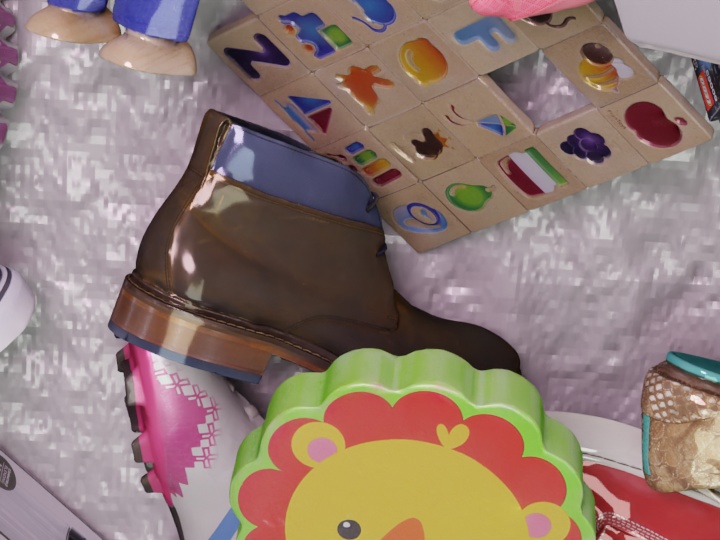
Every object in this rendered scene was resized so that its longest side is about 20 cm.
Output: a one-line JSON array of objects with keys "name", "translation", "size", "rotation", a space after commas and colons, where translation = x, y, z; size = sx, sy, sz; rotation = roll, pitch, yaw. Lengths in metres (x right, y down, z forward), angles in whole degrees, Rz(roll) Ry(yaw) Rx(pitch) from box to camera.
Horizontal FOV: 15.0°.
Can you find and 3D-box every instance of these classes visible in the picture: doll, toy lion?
[{"name": "doll", "translation": [-0.076, -0.179, 1.002], "size": [0.136, 0.048, 0.201], "rotation": [23, 105, 33]}, {"name": "toy lion", "translation": [0.034, 0.128, 1.093], "size": [0.199, 0.069, 0.192], "rotation": [26, 117, -9]}]

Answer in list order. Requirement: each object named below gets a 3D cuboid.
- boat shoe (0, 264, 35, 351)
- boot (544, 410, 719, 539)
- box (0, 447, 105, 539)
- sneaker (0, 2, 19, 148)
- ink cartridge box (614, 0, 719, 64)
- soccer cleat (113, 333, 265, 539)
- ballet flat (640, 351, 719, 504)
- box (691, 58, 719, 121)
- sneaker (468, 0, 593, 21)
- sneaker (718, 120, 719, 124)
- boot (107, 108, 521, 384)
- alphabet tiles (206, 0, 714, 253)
[{"name": "boat shoe", "translation": [-0.236, 0.024, 1.132], "size": [0.199, 0.072, 0.068], "rotation": [-14, 121, 15]}, {"name": "boot", "translation": [0.112, 0.147, 1.162], "size": [0.199, 0.145, 0.072], "rotation": [18, 156, -11]}, {"name": "box", "translation": [-0.181, 0.142, 1.203], "size": [0.117, 0.060, 0.200], "rotation": [-36, 115, 18]}, {"name": "sneaker", "translation": [-0.192, -0.035, 1.066], "size": [0.088, 0.080, 0.201], "rotation": [12, 92, 13]}, {"name": "ink cartridge box", "translation": [0.148, -0.184, 0.886], "size": [0.083, 0.200, 0.147], "rotation": [16, 156, 27]}, {"name": "soccer cleat", "translation": [-0.051, 0.087, 1.176], "size": [0.086, 0.070, 0.201], "rotation": [-13, 126, -4]}, {"name": "ballet flat", "translation": [0.204, 0.084, 1.161], "size": [0.199, 0.071, 0.066], "rotation": [13, 99, -18]}, {"name": "box", "translation": [0.205, -0.146, 0.995], "size": [0.199, 0.038, 0.137], "rotation": [-14, 81, -6]}, {"name": "sneaker", "translation": [0.046, -0.168, 0.925], "size": [0.086, 0.074, 0.201], "rotation": [-21, 121, 1]}, {"name": "sneaker", "translation": [0.148, -0.105, 1.036], "size": [0.075, 0.116, 0.200], "rotation": [-26, 118, 13]}, {"name": "boot", "translation": [0.000, 0.000, 1.108], "size": [0.199, 0.075, 0.097], "rotation": [11, 102, -37]}, {"name": "alphabet tiles", "translation": [0.014, -0.094, 1.056], "size": [0.167, 0.008, 0.200], "rotation": [-21, 123, 45]}]
